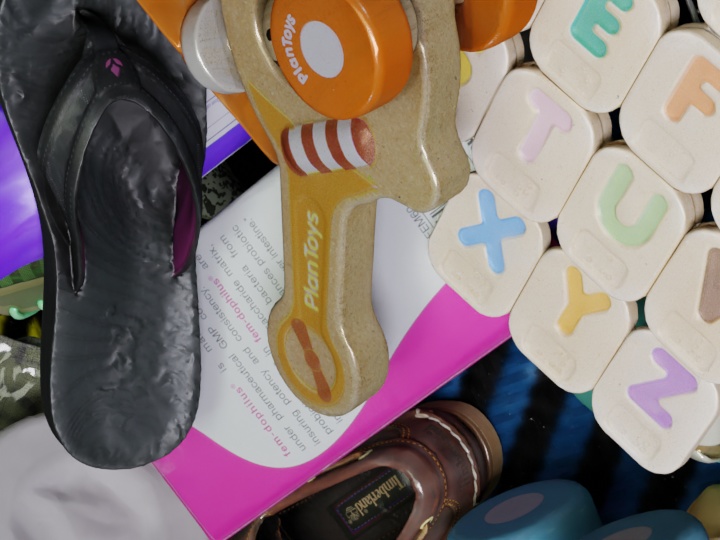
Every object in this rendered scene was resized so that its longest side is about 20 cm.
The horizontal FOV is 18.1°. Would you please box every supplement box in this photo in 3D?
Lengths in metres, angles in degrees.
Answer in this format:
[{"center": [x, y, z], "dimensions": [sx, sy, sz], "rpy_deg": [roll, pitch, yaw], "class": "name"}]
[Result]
[{"center": [0.000, 0.000, 0.860], "dimensions": [0.200, 0.103, 0.101], "rpy_deg": [-36, 92, 24], "class": "supplement box"}]

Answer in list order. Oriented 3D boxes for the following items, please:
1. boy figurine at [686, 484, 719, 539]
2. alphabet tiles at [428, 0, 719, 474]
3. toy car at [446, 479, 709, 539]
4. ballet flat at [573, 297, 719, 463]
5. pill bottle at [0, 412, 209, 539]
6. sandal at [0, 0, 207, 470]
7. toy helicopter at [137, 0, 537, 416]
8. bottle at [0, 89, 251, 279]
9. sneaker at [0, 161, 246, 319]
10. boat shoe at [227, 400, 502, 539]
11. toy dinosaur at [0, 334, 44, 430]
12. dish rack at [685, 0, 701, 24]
[{"center": [0.197, 0.155, 0.831], "dimensions": [0.200, 0.064, 0.124], "rpy_deg": [50, 124, 6], "class": "boy figurine"}, {"center": [0.095, -0.033, 0.712], "dimensions": [0.200, 0.015, 0.196], "rpy_deg": [44, 132, 18], "class": "alphabet tiles"}, {"center": [0.049, 0.206, 0.820], "dimensions": [0.185, 0.199, 0.177], "rpy_deg": [68, 162, -10], "class": "toy car"}, {"center": [0.156, 0.046, 0.820], "dimensions": [0.199, 0.070, 0.068], "rpy_deg": [8, 108, 28], "class": "ballet flat"}, {"center": [-0.145, 0.155, 0.976], "dimensions": [0.111, 0.111, 0.200], "rpy_deg": [47, 139, 10], "class": "pill bottle"}, {"center": [-0.081, -0.024, 0.788], "dimensions": [0.048, 0.075, 0.202], "rpy_deg": [29, 128, 60], "class": "sandal"}, {"center": [-0.018, -0.041, 0.751], "dimensions": [0.132, 0.079, 0.201], "rpy_deg": [27, 131, 33], "class": "toy helicopter"}, {"center": [-0.089, -0.062, 0.853], "dimensions": [0.083, 0.200, 0.066], "rpy_deg": [26, 145, 43], "class": "bottle"}, {"center": [-0.123, -0.003, 0.968], "dimensions": [0.089, 0.077, 0.200], "rpy_deg": [48, 124, -3], "class": "sneaker"}, {"center": [-0.028, 0.121, 0.944], "dimensions": [0.070, 0.070, 0.200], "rpy_deg": [49, 122, 6], "class": "boat shoe"}, {"center": [-0.152, 0.055, 0.979], "dimensions": [0.199, 0.048, 0.088], "rpy_deg": [22, 137, -21], "class": "toy dinosaur"}, {"center": [0.154, -0.107, 0.738], "dimensions": [0.054, 0.153, 0.201], "rpy_deg": [-16, 96, 44], "class": "dish rack"}]
